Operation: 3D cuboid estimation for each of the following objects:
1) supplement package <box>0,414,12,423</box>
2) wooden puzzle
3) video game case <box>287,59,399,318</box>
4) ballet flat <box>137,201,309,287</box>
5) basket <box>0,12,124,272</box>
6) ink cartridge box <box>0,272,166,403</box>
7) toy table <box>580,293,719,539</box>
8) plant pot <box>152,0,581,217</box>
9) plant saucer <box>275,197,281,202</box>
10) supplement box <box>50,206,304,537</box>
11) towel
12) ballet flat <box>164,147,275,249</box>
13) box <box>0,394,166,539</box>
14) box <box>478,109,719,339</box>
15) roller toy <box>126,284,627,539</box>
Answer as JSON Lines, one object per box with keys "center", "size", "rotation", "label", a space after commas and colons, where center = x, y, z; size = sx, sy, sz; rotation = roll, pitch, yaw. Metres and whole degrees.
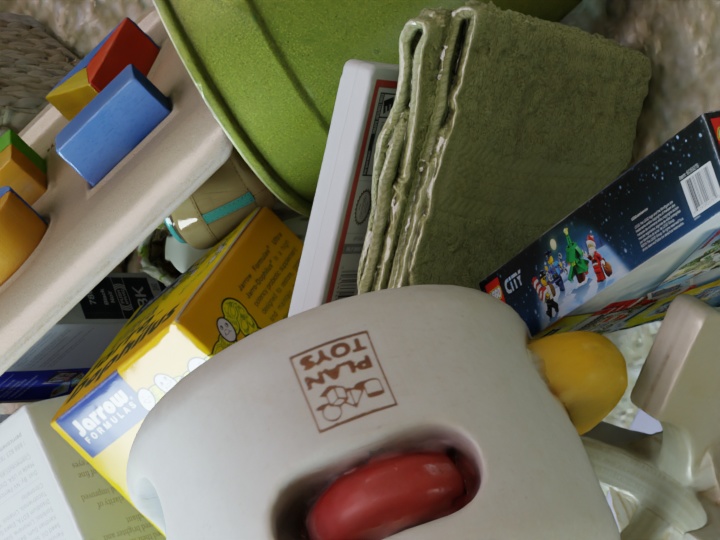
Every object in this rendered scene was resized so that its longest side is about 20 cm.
{"center": [-0.237, 0.147, 1.301], "size": [0.155, 0.200, 0.111], "rotation": [-16, 76, 42], "label": "supplement package"}
{"center": [-0.151, -0.052, 1.132], "size": [0.185, 0.046, 0.200], "rotation": [-43, 25, 7], "label": "wooden puzzle"}
{"center": [0.039, -0.021, 1.046], "size": [0.017, 0.200, 0.144], "rotation": [19, 101, 32], "label": "video game case"}
{"center": [-0.042, -0.004, 1.167], "size": [0.199, 0.064, 0.076], "rotation": [-1, 86, 43], "label": "ballet flat"}
{"center": [-0.253, -0.044, 1.330], "size": [0.161, 0.200, 0.199], "rotation": [33, 110, 38], "label": "basket"}
{"center": [-0.182, 0.039, 1.255], "size": [0.099, 0.200, 0.039], "rotation": [-36, 67, 35], "label": "ink cartridge box"}
{"center": [0.142, 0.103, 0.998], "size": [0.183, 0.117, 0.201], "rotation": [19, 100, 43], "label": "toy table"}
{"center": [0.017, -0.157, 1.079], "size": [0.192, 0.200, 0.201], "rotation": [-26, 68, 13], "label": "plant pot"}
{"center": [0.000, 0.000, 1.195], "size": [0.200, 0.037, 0.201], "rotation": [-2, 87, 44], "label": "plant saucer"}
{"center": [-0.031, 0.090, 1.102], "size": [0.200, 0.110, 0.109], "rotation": [45, 127, -9], "label": "supplement box"}
{"center": [0.066, -0.046, 1.022], "size": [0.036, 0.200, 0.149], "rotation": [20, 101, 33], "label": "towel"}
{"center": [-0.063, -0.082, 1.186], "size": [0.063, 0.069, 0.200], "rotation": [-21, 35, 16], "label": "ballet flat"}
{"center": [-0.115, 0.169, 1.196], "size": [0.106, 0.152, 0.201], "rotation": [-34, 74, 38], "label": "box"}
{"center": [0.152, -0.022, 0.934], "size": [0.200, 0.136, 0.038], "rotation": [-40, 65, 60], "label": "box"}
{"center": [0.004, 0.094, 0.923], "size": [0.200, 0.182, 0.140], "rotation": [-40, 61, 34], "label": "roller toy"}
